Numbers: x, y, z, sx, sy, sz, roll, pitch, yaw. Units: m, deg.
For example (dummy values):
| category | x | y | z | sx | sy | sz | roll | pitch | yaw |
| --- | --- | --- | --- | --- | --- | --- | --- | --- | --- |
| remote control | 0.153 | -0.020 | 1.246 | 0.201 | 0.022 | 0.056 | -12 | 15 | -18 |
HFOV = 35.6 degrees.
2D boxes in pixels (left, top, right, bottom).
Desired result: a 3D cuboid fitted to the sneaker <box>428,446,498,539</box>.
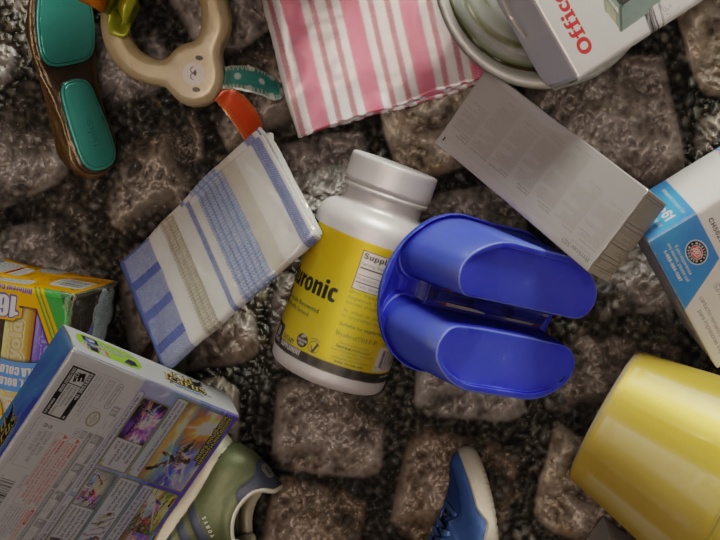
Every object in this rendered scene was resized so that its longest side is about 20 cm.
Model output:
| category | x | y | z | sx | sy | sz | roll | pitch | yaw |
| --- | --- | --- | --- | --- | --- | --- | --- | --- | --- |
| sneaker | 0.072 | 0.268 | 1.047 | 0.109 | 0.077 | 0.203 | -6 | 102 | -2 |

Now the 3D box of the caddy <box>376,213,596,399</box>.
| category | x | y | z | sx | sy | sz | roll | pitch | yaw |
| --- | --- | --- | --- | --- | --- | --- | --- | --- | --- |
| caddy | 0.107 | 0.031 | 0.976 | 0.198 | 0.105 | 0.143 | 12 | 99 | -34 |

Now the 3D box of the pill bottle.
| category | x | y | z | sx | sy | sz | roll | pitch | yaw |
| --- | --- | --- | --- | --- | --- | --- | --- | --- | --- |
| pill bottle | 0.000 | 0.000 | 1.011 | 0.110 | 0.111 | 0.203 | 20 | 97 | 4 |

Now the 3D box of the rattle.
| category | x | y | z | sx | sy | sz | roll | pitch | yaw |
| --- | --- | --- | --- | --- | --- | --- | --- | --- | --- |
| rattle | -0.161 | -0.207 | 0.999 | 0.129 | 0.143 | 0.201 | -34 | 85 | -9 |

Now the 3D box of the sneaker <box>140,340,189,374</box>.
| category | x | y | z | sx | sy | sz | roll | pitch | yaw |
| --- | --- | --- | --- | --- | --- | --- | --- | --- | --- |
| sneaker | -0.193 | 0.143 | 1.079 | 0.089 | 0.067 | 0.202 | 30 | 92 | -15 |

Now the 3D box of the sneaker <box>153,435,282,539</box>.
| category | x | y | z | sx | sy | sz | roll | pitch | yaw |
| --- | --- | --- | --- | --- | --- | --- | --- | --- | --- |
| sneaker | -0.145 | 0.261 | 1.069 | 0.089 | 0.067 | 0.202 | 28 | 96 | 9 |

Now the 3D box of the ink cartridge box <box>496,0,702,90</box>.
| category | x | y | z | sx | sy | sz | roll | pitch | yaw |
| --- | --- | --- | --- | --- | --- | --- | --- | --- | --- |
| ink cartridge box | 0.213 | -0.264 | 0.922 | 0.199 | 0.084 | 0.147 | -33 | 96 | -3 |

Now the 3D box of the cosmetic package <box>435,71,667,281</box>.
| category | x | y | z | sx | sy | sz | roll | pitch | yaw |
| --- | --- | --- | --- | --- | --- | --- | --- | --- | --- |
| cosmetic package | 0.159 | -0.085 | 0.963 | 0.083 | 0.050 | 0.200 | -52 | 55 | 12 |

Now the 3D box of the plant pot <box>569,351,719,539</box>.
| category | x | y | z | sx | sy | sz | roll | pitch | yaw |
| --- | --- | --- | --- | --- | --- | --- | --- | --- | --- |
| plant pot | 0.292 | 0.171 | 0.964 | 0.187 | 0.200 | 0.203 | 29 | 99 | 19 |

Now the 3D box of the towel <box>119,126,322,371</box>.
| category | x | y | z | sx | sy | sz | roll | pitch | yaw |
| --- | --- | --- | --- | --- | --- | --- | --- | --- | --- |
| towel | -0.130 | -0.020 | 1.024 | 0.200 | 0.024 | 0.148 | -41 | 53 | 14 |

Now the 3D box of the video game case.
| category | x | y | z | sx | sy | sz | roll | pitch | yaw |
| --- | --- | --- | --- | --- | --- | --- | --- | --- | --- |
| video game case | -0.234 | 0.167 | 0.986 | 0.180 | 0.045 | 0.201 | 29 | 101 | -38 |

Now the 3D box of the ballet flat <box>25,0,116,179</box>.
| category | x | y | z | sx | sy | sz | roll | pitch | yaw |
| --- | --- | --- | --- | --- | --- | --- | --- | --- | --- |
| ballet flat | -0.278 | -0.184 | 1.049 | 0.072 | 0.067 | 0.203 | -2 | 104 | 52 |

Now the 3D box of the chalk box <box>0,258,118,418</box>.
| category | x | y | z | sx | sy | sz | roll | pitch | yaw |
| --- | --- | --- | --- | --- | --- | --- | --- | --- | --- |
| chalk box | -0.317 | 0.103 | 1.054 | 0.122 | 0.125 | 0.203 | 11 | 96 | 5 |

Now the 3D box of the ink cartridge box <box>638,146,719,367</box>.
| category | x | y | z | sx | sy | sz | roll | pitch | yaw |
| --- | --- | --- | --- | --- | --- | --- | --- | --- | --- |
| ink cartridge box | 0.350 | -0.037 | 0.960 | 0.199 | 0.085 | 0.145 | -32 | 111 | 8 |

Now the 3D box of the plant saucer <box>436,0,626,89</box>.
| category | x | y | z | sx | sy | sz | roll | pitch | yaw |
| --- | --- | --- | --- | --- | --- | --- | --- | --- | --- |
| plant saucer | 0.158 | -0.260 | 0.985 | 0.197 | 0.050 | 0.203 | 0 | 94 | -5 |

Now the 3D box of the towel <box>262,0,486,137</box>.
| category | x | y | z | sx | sy | sz | roll | pitch | yaw |
| --- | --- | --- | --- | --- | --- | --- | --- | --- | --- |
| towel | 0.015 | -0.219 | 1.025 | 0.197 | 0.030 | 0.148 | -15 | 94 | 7 |

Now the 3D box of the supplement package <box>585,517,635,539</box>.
| category | x | y | z | sx | sy | sz | roll | pitch | yaw |
| --- | --- | --- | --- | --- | --- | --- | --- | --- | --- |
| supplement package | 0.271 | 0.344 | 1.010 | 0.199 | 0.120 | 0.122 | 34 | 98 | 2 |
